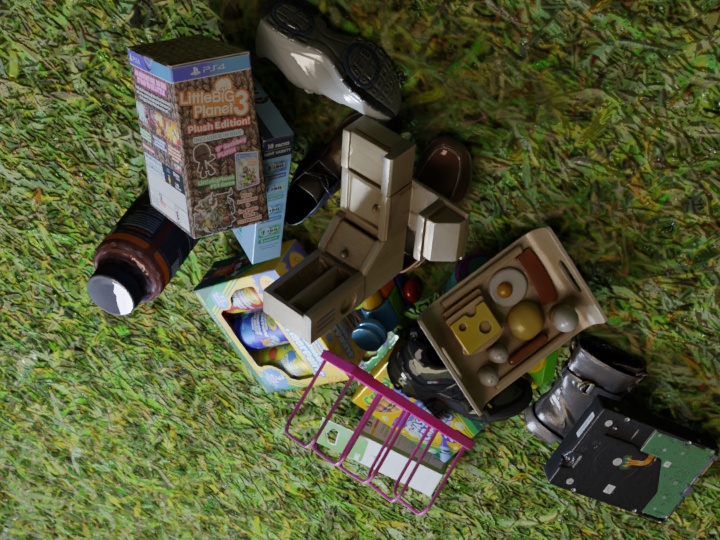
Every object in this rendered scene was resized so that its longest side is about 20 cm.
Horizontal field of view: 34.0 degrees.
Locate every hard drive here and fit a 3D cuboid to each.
[{"bbox_3d":[0.362,0.253,1.569,0.199,0.038,0.140,21,117,-19],"label":"hard drive"}]

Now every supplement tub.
[{"bbox_3d":[-0.291,-0.030,1.596,0.106,0.201,0.108,14,134,15],"label":"supplement tub"}]

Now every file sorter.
[{"bbox_3d":[0.019,0.216,1.551,0.199,0.126,0.139,34,174,-18],"label":"file sorter"}]

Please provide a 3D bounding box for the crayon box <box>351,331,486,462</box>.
[{"bbox_3d":[0.076,0.177,1.675,0.199,0.052,0.126,34,136,-4],"label":"crayon box"}]

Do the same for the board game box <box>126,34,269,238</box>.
[{"bbox_3d":[-0.191,-0.161,1.380,0.159,0.096,0.202,32,132,56],"label":"board game box"}]

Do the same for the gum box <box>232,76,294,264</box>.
[{"bbox_3d":[-0.144,-0.139,1.464,0.170,0.044,0.201,56,151,36],"label":"gum box"}]

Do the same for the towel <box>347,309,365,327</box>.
[{"bbox_3d":[-0.095,0.075,1.716,0.146,0.030,0.200,38,136,-8],"label":"towel"}]

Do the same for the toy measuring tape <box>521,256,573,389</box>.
[{"bbox_3d":[0.229,0.064,1.524,0.073,0.074,0.202,14,119,15],"label":"toy measuring tape"}]

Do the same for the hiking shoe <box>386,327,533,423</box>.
[{"bbox_3d":[0.139,0.131,1.494,0.198,0.076,0.101,14,136,-16],"label":"hiking shoe"}]

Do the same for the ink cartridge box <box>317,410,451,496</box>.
[{"bbox_3d":[0.037,0.260,1.780,0.199,0.060,0.104,25,151,5],"label":"ink cartridge box"}]

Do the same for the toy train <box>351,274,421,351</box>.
[{"bbox_3d":[0.000,0.000,1.536,0.084,0.116,0.201,-6,127,30],"label":"toy train"}]

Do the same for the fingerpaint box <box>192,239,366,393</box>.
[{"bbox_3d":[-0.112,0.070,1.650,0.166,0.074,0.201,-13,120,38],"label":"fingerpaint box"}]

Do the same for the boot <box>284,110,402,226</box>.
[{"bbox_3d":[-0.027,-0.123,1.451,0.075,0.097,0.200,41,135,-13],"label":"boot"}]

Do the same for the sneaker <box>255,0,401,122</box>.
[{"bbox_3d":[-0.038,-0.240,1.383,0.199,0.075,0.087,37,148,1],"label":"sneaker"}]

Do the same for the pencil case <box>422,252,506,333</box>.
[{"bbox_3d":[0.135,0.073,1.550,0.092,0.086,0.201,-1,139,-24],"label":"pencil case"}]

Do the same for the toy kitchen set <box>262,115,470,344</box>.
[{"bbox_3d":[0.007,-0.028,1.353,0.163,0.180,0.201,32,140,27],"label":"toy kitchen set"}]

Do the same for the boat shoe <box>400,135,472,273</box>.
[{"bbox_3d":[0.083,-0.074,1.453,0.075,0.072,0.201,23,130,5],"label":"boat shoe"}]

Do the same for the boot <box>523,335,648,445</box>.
[{"bbox_3d":[0.331,0.184,1.576,0.199,0.069,0.175,27,129,-8],"label":"boot"}]

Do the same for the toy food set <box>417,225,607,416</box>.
[{"bbox_3d":[0.184,0.061,1.428,0.144,0.199,0.060,55,175,-10],"label":"toy food set"}]

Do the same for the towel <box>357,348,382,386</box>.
[{"bbox_3d":[0.083,0.163,1.711,0.198,0.023,0.145,10,134,19],"label":"towel"}]
